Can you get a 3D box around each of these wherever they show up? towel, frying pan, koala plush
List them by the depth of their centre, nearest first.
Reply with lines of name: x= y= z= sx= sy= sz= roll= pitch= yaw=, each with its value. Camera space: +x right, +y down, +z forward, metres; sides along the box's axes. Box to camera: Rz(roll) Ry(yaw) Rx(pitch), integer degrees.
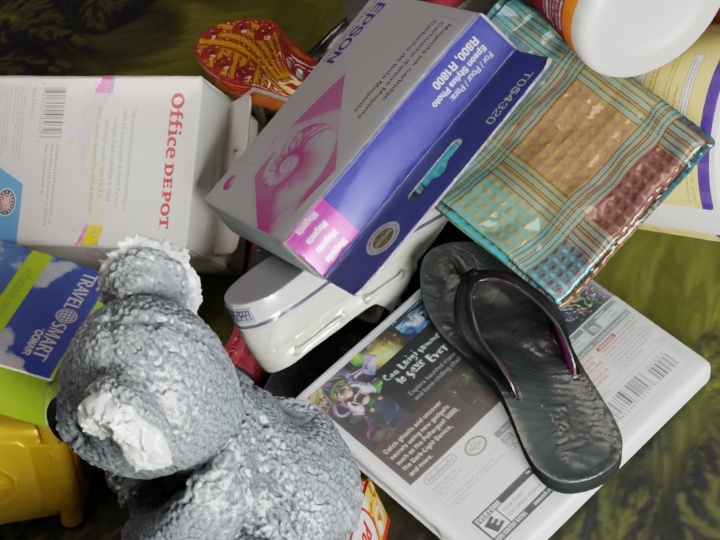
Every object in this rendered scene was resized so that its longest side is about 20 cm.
koala plush: x=-0.107 y=0.091 z=1.033 sx=0.182 sy=0.201 sz=0.178 roll=-11 pitch=39 yaw=15
towel: x=0.111 y=-0.082 z=1.141 sx=0.147 sy=0.022 sz=0.200 roll=-48 pitch=51 yaw=1
frying pan: x=0.018 y=-0.220 z=1.472 sx=0.190 sy=0.031 sz=0.115 roll=-39 pitch=12 yaw=15

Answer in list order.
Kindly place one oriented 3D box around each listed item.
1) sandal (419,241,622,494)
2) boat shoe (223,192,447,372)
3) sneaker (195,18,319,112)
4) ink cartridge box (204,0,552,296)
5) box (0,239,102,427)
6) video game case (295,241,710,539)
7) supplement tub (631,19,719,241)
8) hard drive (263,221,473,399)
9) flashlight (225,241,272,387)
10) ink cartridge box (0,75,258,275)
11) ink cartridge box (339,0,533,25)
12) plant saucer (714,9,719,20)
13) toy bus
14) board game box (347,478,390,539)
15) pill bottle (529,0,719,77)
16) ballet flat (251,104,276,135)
sandal: x=0.101 y=0.046 z=1.098 sx=0.075 sy=0.048 sz=0.201 roll=-25 pitch=54 yaw=-11
boat shoe: x=0.000 y=0.000 z=1.192 sx=0.200 sy=0.070 sz=0.071 roll=-36 pitch=27 yaw=-29
sneaker: x=-0.049 y=-0.136 z=1.382 sx=0.199 sy=0.077 sz=0.073 roll=29 pitch=66 yaw=26
ink cartridge box: x=0.004 y=-0.090 z=1.157 sx=0.197 sy=0.043 sz=0.200 roll=-50 pitch=28 yaw=-8
box: x=-0.255 y=0.032 z=1.176 sx=0.199 sy=0.048 sz=0.122 roll=16 pitch=38 yaw=5
video game case: x=0.089 y=0.076 z=1.123 sx=0.200 sy=0.023 sz=0.182 roll=-40 pitch=58 yaw=-20
supplement tub: x=0.198 y=-0.100 z=1.205 sx=0.199 sy=0.146 sz=0.146 roll=11 pitch=51 yaw=35
hard drive: x=0.036 y=0.035 z=1.219 sx=0.134 sy=0.042 sz=0.200 roll=12 pitch=52 yaw=36
flashlight: x=-0.071 y=0.038 z=1.248 sx=0.068 sy=0.068 sz=0.201 roll=-20 pitch=32 yaw=37
ink cartridge box: x=-0.170 y=-0.069 z=1.328 sx=0.198 sy=0.125 sz=0.130 roll=3 pitch=82 yaw=17
ink cartridge box: x=0.083 y=-0.199 z=1.334 sx=0.145 sy=0.201 sz=0.144 roll=-38 pitch=38 yaw=-17
plant saucer: x=0.289 y=-0.177 z=1.217 sx=0.199 sy=0.199 sz=0.037 roll=22 pitch=95 yaw=42
toy bus: x=-0.225 y=0.081 z=1.248 sx=0.190 sy=0.136 sz=0.201 roll=-2 pitch=40 yaw=6
board game box: x=-0.077 y=0.219 z=1.069 sx=0.150 sy=0.046 sz=0.201 roll=-5 pitch=43 yaw=22
pill bottle: x=0.139 y=-0.226 z=1.142 sx=0.112 sy=0.113 sz=0.200 roll=-29 pitch=54 yaw=-6
ballet flat: x=-0.085 y=-0.110 z=1.428 sx=0.199 sy=0.063 sz=0.067 roll=-35 pitch=39 yaw=-13
